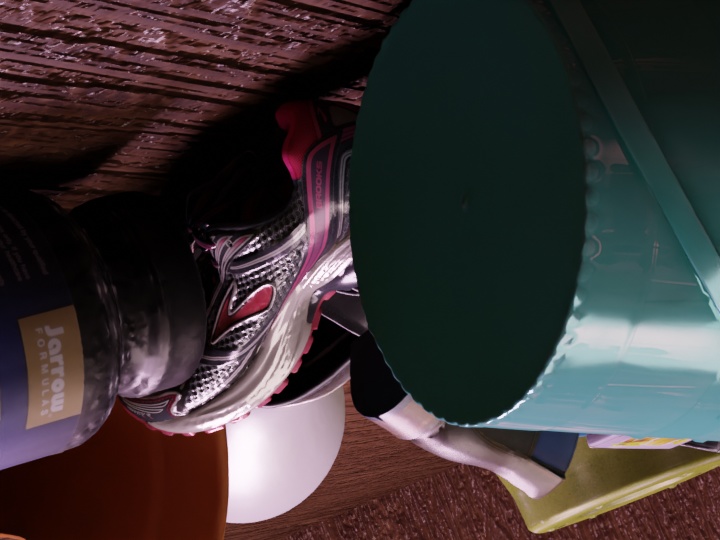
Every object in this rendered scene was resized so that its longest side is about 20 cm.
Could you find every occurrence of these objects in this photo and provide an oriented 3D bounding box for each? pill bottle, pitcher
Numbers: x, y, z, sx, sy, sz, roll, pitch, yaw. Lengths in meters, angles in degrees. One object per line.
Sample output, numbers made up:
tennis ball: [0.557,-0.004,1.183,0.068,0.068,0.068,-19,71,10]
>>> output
pill bottle: [-0.168,0.029,1.161,0.199,0.112,0.112,-16,170,-32]
pitcher: [-0.090,0.071,1.653,0.171,0.122,0.200,1,157,-7]

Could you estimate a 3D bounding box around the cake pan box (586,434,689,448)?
cake pan box: [0.148,-0.034,1.250,0.052,0.201,0.184,1,164,-25]

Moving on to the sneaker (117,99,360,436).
sneaker: [-0.051,-0.006,1.260,0.074,0.081,0.200,17,129,-34]

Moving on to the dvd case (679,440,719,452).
dvd case: [0.101,0.033,1.420,0.148,0.016,0.200,12,-161,-1]

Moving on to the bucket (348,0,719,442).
bucket: [0.095,-0.029,1.136,0.134,0.208,0.207,-1,162,-30]

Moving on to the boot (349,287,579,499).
boot: [0.052,0.010,1.273,0.097,0.200,0.075,35,133,-27]

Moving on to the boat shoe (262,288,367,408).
boat shoe: [0.000,0.000,1.395,0.200,0.075,0.062,-43,-159,34]

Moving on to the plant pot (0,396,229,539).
plant pot: [-0.172,0.091,1.339,0.140,0.201,0.200,-7,180,32]

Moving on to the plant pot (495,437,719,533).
plant pot: [0.125,0.041,1.660,0.200,0.194,0.200,-21,171,-3]

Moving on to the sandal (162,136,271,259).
sandal: [-0.065,-0.014,1.355,0.075,0.045,0.200,-21,171,-10]

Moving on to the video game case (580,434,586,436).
video game case: [0.084,0.033,1.462,0.143,0.018,0.200,-3,-156,-38]
